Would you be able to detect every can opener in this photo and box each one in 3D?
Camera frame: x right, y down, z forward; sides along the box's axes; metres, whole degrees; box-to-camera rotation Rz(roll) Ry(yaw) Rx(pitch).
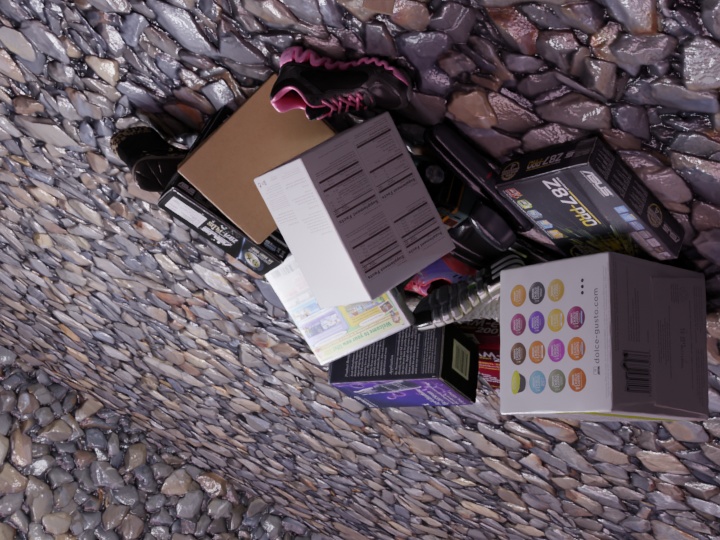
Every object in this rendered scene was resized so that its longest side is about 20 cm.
[{"bbox_3d":[0.159,-0.119,1.528,0.200,0.079,0.063,50,148,-18],"label":"can opener"}]

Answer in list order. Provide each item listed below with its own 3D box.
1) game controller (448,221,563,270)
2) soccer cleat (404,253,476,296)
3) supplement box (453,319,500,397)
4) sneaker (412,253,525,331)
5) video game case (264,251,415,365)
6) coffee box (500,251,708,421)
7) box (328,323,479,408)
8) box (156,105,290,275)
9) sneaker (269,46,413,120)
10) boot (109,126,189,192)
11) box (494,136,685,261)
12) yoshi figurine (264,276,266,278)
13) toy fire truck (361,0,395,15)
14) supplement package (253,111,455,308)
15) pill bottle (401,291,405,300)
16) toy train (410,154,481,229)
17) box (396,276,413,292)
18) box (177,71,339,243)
[{"bbox_3d":[0.220,-0.018,1.689,0.199,0.042,0.104,27,140,1],"label":"game controller"},{"bbox_3d":[0.097,0.011,1.804,0.199,0.077,0.067,-4,139,46],"label":"soccer cleat"},{"bbox_3d":[0.242,0.140,1.919,0.109,0.061,0.200,2,143,42],"label":"supplement box"},{"bbox_3d":[0.179,0.065,1.691,0.200,0.075,0.115,-28,123,29],"label":"sneaker"},{"bbox_3d":[-0.036,0.036,1.740,0.200,0.022,0.182,-27,98,39],"label":"video game case"},{"bbox_3d":[0.322,0.097,1.531,0.199,0.201,0.197,9,168,-37],"label":"coffee box"},{"bbox_3d":[0.070,0.149,1.834,0.199,0.105,0.148,-7,155,28],"label":"box"},{"bbox_3d":[-0.177,-0.118,1.732,0.200,0.164,0.086,34,154,-15],"label":"box"},{"bbox_3d":[-0.029,-0.225,1.476,0.199,0.096,0.079,12,149,26],"label":"sneaker"},{"bbox_3d":[-0.292,-0.173,1.828,0.199,0.073,0.151,-3,-153,-35],"label":"boot"},{"bbox_3d":[0.295,-0.080,1.479,0.200,0.049,0.161,41,149,-28],"label":"box"},{"bbox_3d":[-0.135,-0.045,1.896,0.199,0.112,0.112,29,148,-10],"label":"yoshi figurine"},{"bbox_3d":[0.082,-0.334,1.158,0.176,0.129,0.200,28,166,-3],"label":"toy fire truck"},{"bbox_3d":[-0.009,-0.076,1.512,0.152,0.150,0.201,-12,107,62],"label":"supplement package"},{"bbox_3d":[-0.016,0.069,1.978,0.111,0.111,0.200,36,153,-17],"label":"pill bottle"},{"bbox_3d":[0.089,-0.091,1.627,0.114,0.086,0.200,23,156,-13],"label":"toy train"},{"bbox_3d":[0.000,0.000,1.778,0.144,0.036,0.200,22,134,-19],"label":"box"},{"bbox_3d":[-0.132,-0.156,1.616,0.200,0.021,0.163,-42,109,15],"label":"box"}]
